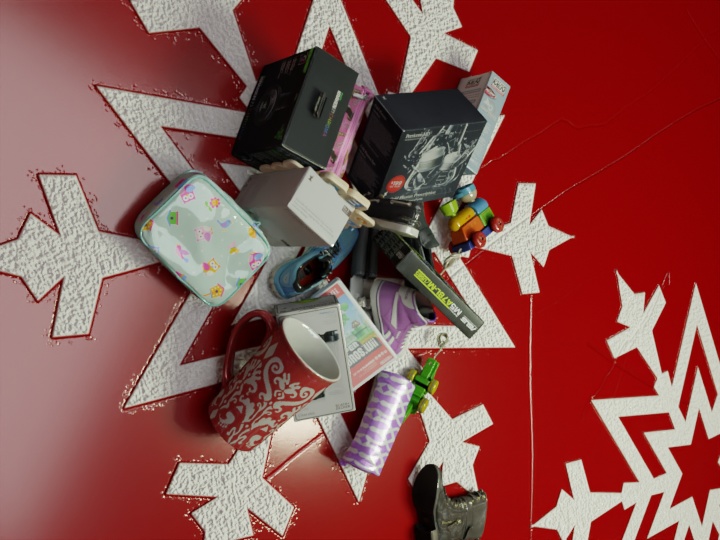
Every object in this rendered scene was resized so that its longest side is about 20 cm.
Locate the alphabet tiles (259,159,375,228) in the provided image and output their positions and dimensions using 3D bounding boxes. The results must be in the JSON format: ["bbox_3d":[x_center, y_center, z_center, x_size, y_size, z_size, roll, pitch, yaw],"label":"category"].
[{"bbox_3d":[-0.072,-0.129,1.376,0.195,0.199,0.015,36,71,-29],"label":"alphabet tiles"}]

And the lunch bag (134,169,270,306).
[{"bbox_3d":[-0.249,-0.053,1.315,0.161,0.077,0.200,-47,118,-9],"label":"lunch bag"}]

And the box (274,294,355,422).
[{"bbox_3d":[-0.079,0.153,1.428,0.115,0.060,0.203,-11,106,-5],"label":"box"}]

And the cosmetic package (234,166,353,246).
[{"bbox_3d":[-0.116,-0.102,1.346,0.113,0.199,0.082,41,70,-28],"label":"cosmetic package"}]

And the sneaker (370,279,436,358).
[{"bbox_3d":[0.088,0.105,1.513,0.202,0.113,0.073,74,33,-48],"label":"sneaker"}]

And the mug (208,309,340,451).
[{"bbox_3d":[-0.154,0.179,1.352,0.200,0.178,0.133,-44,138,15],"label":"mug"}]

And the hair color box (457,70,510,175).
[{"bbox_3d":[0.217,-0.291,1.629,0.060,0.098,0.202,29,76,-31],"label":"hair color box"}]

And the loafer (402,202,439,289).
[{"bbox_3d":[0.120,-0.055,1.582,0.068,0.069,0.204,-19,107,-66],"label":"loafer"}]

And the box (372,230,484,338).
[{"bbox_3d":[0.117,0.015,1.451,0.193,0.200,0.048,41,96,-20],"label":"box"}]

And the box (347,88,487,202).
[{"bbox_3d":[0.102,-0.223,1.494,0.198,0.105,0.183,-13,141,-32],"label":"box"}]

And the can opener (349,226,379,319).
[{"bbox_3d":[0.000,0.000,1.522,0.052,0.066,0.203,12,77,-31],"label":"can opener"}]

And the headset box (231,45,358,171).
[{"bbox_3d":[-0.107,-0.257,1.346,0.092,0.199,0.176,25,79,-33],"label":"headset box"}]

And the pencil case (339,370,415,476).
[{"bbox_3d":[0.032,0.283,1.534,0.084,0.085,0.202,46,63,-53],"label":"pencil case"}]

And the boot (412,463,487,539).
[{"bbox_3d":[0.192,0.478,1.673,0.172,0.069,0.203,-6,103,-37],"label":"boot"}]

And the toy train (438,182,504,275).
[{"bbox_3d":[0.192,-0.088,1.622,0.199,0.084,0.117,-36,100,-40],"label":"toy train"}]

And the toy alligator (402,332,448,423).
[{"bbox_3d":[0.127,0.219,1.621,0.201,0.059,0.054,-60,162,-19],"label":"toy alligator"}]

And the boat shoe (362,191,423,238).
[{"bbox_3d":[0.029,-0.106,1.430,0.073,0.199,0.061,21,87,-44],"label":"boat shoe"}]

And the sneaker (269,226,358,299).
[{"bbox_3d":[-0.065,-0.015,1.451,0.200,0.089,0.079,-45,115,-27],"label":"sneaker"}]

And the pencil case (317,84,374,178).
[{"bbox_3d":[-0.043,-0.241,1.455,0.082,0.087,0.202,20,81,3],"label":"pencil case"}]

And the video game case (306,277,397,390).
[{"bbox_3d":[-0.041,0.129,1.481,0.142,0.017,0.201,-36,114,2],"label":"video game case"}]
